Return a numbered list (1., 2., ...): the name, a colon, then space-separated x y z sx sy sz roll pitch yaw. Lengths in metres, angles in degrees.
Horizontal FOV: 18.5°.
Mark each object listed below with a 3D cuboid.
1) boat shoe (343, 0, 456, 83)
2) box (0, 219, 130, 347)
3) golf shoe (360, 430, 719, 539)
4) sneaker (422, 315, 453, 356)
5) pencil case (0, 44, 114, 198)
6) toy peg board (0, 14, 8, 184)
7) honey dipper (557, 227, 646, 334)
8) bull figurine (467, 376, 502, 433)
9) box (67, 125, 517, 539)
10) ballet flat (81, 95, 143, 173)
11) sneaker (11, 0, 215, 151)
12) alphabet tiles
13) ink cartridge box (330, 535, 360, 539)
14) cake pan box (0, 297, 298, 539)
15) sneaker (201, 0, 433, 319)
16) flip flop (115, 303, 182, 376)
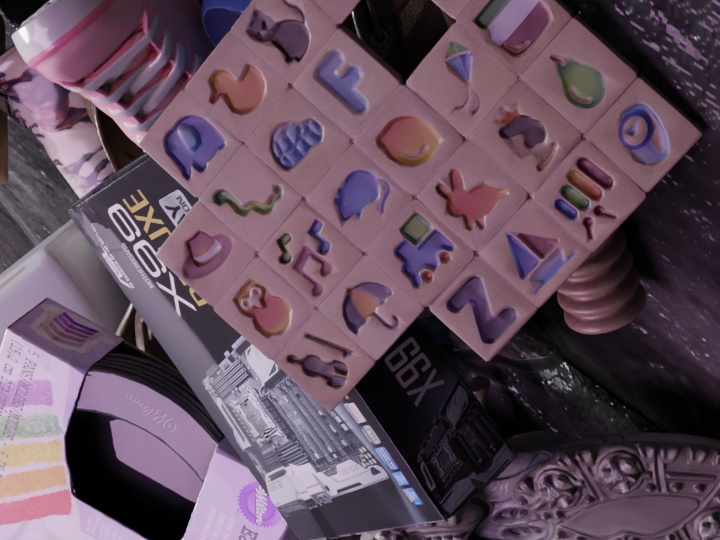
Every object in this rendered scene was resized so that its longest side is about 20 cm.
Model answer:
1. boat shoe: -0.027 -0.158 0.882 0.201 0.066 0.072 54 159 -11
2. box: -0.182 0.083 1.338 0.172 0.200 0.199 53 -165 -6
3. golf shoe: 0.099 0.098 1.032 0.199 0.097 0.079 -11 116 26
4. sneaker: 0.000 0.000 1.126 0.200 0.079 0.096 179 83 -75
5. pencil case: -0.129 -0.056 1.239 0.200 0.089 0.078 52 -173 -8
6. toy peg board: -0.289 -0.158 1.257 0.200 0.097 0.200 -104 -10 -56
7. honey dipper: 0.072 -0.062 0.896 0.038 0.038 0.201 23 144 50
8. bull figurine: 0.049 0.112 1.171 0.199 0.065 0.122 11 130 40
9. box: -0.036 0.025 0.998 0.200 0.050 0.158 56 153 -7
10. ballet flat: -0.103 -0.052 1.152 0.201 0.067 0.046 71 -167 16
11. sneaker: -0.096 -0.096 1.059 0.105 0.075 0.200 52 -173 -1
12. alphabet tiles: 0.010 -0.041 0.879 0.167 0.008 0.200 42 117 0
13. ink cartridge box: 0.006 0.251 1.212 0.144 0.084 0.201 19 109 39
14. cake pan box: -0.126 0.135 1.181 0.184 0.052 0.201 28 119 9
15. sneaker: -0.013 -0.058 1.008 0.200 0.082 0.074 46 161 15
16. flip flop: -0.087 0.031 1.186 0.081 0.201 0.058 22 -166 -5
